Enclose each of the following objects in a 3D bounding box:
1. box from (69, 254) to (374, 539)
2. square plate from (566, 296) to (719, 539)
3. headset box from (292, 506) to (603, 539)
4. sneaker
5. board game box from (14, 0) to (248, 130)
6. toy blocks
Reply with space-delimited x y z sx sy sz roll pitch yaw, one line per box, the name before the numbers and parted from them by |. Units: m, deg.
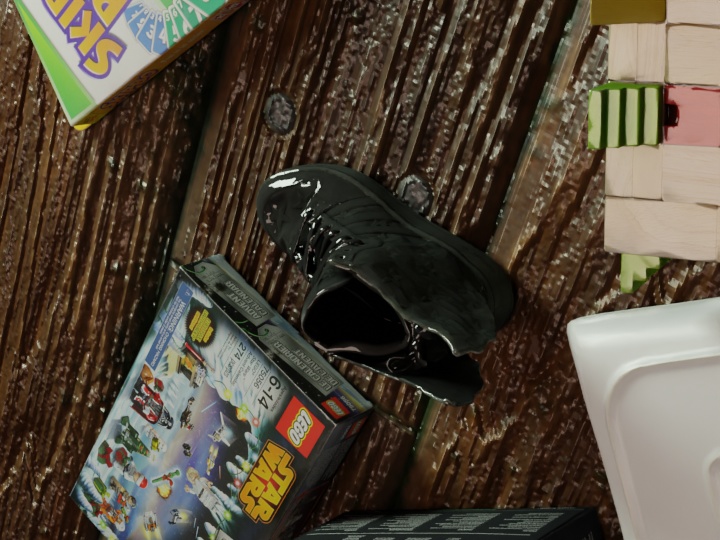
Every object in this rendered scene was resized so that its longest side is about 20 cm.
box | -0.089 0.110 0.977 0.137 0.040 0.200 42 124 21
square plate | 0.197 0.107 0.755 0.199 0.028 0.199 -12 94 40
headset box | 0.006 0.193 0.820 0.174 0.200 0.093 -9 96 39
sneaker | -0.001 0.003 0.835 0.199 0.104 0.060 28 119 30
board game box | -0.134 -0.163 0.949 0.200 0.030 0.096 -31 82 42
toy blocks | 0.177 -0.080 0.689 0.136 0.100 0.201 7 106 26
